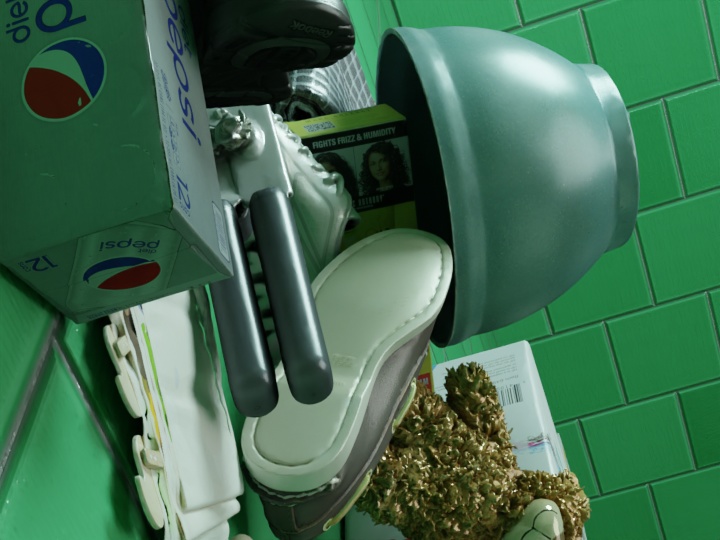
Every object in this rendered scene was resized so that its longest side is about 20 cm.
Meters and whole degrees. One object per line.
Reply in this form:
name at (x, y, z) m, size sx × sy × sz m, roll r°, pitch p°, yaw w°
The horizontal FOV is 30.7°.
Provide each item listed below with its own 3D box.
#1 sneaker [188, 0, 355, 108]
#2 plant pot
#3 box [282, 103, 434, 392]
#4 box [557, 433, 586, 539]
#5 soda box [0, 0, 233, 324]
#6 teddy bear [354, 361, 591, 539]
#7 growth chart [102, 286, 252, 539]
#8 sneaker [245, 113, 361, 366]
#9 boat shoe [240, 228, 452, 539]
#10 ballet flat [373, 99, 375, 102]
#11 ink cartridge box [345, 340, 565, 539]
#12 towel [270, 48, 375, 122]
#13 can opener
sneaker at (-0.058, -0.124, 0.590) m, size 0.199 × 0.075 × 0.092 m, roll -10°, pitch -97°, yaw 62°
plant pot at (0.095, -0.063, 0.835) m, size 0.200 × 0.133 × 0.203 m, roll 170°, pitch -90°, yaw -81°
box at (0.000, 0.000, 0.844) m, size 0.050 × 0.074 × 0.202 m, roll -130°, pitch -148°, yaw -66°
box at (0.320, 0.388, 2.265) m, size 0.200 × 0.100 × 0.113 m, roll -87°, pitch 160°, yaw -66°
soda box at (-0.103, -0.087, 0.502) m, size 0.064 × 0.068 × 0.202 m, roll 56°, pitch 19°, yaw -63°
teddy bear at (0.045, 0.118, 0.737) m, size 0.200 × 0.145 × 0.067 m, roll 48°, pitch -36°, yaw 1°
growth chart at (-0.083, 0.041, 0.564) m, size 0.145 × 0.018 × 0.202 m, roll 47°, pitch 28°, yaw -71°
sneaker at (-0.047, -0.050, 0.765) m, size 0.075 × 0.080 × 0.202 m, roll -40°, pitch 112°, yaw -79°
boat shoe at (-0.002, 0.054, 0.689) m, size 0.201 × 0.071 × 0.060 m, roll -60°, pitch 154°, yaw -46°
ballet flat at (-0.027, -0.154, 1.191) m, size 0.200 × 0.071 × 0.073 m, roll 49°, pitch 26°, yaw -71°
ink cartridge box at (0.077, 0.179, 0.914) m, size 0.201 × 0.145 × 0.147 m, roll -91°, pitch 163°, yaw -59°
towel at (-0.024, -0.075, 0.941) m, size 0.166 × 0.085 × 0.201 m, roll -92°, pitch 164°, yaw -56°
can opener at (-0.053, -0.011, 0.651) m, size 0.067 × 0.052 × 0.201 m, roll 79°, pitch -5°, yaw -47°
